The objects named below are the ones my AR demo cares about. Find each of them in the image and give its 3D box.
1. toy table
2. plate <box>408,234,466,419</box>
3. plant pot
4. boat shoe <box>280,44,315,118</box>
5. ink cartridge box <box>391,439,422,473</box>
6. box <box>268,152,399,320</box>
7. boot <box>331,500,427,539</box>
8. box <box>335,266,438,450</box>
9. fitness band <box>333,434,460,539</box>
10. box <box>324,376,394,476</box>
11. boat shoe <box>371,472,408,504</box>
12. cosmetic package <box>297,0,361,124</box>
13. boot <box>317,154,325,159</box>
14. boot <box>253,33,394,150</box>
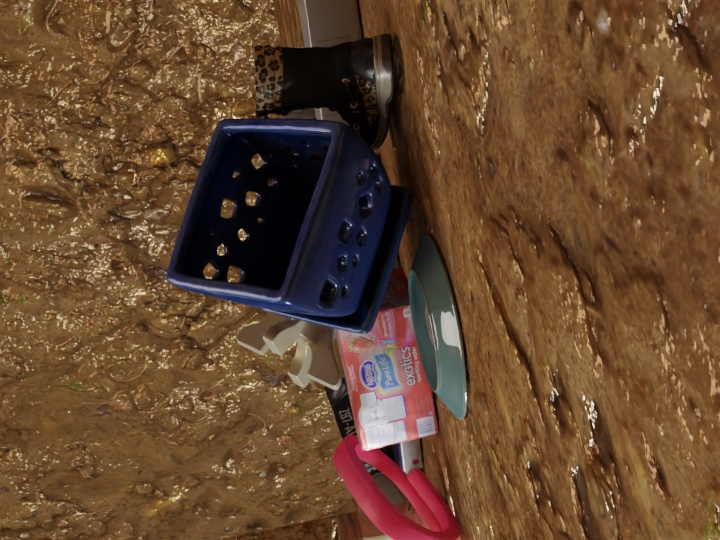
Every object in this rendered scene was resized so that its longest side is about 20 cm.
[{"bbox_3d":[-0.084,0.096,1.501,0.117,0.184,0.200,-59,-36,-18],"label":"toy table"},{"bbox_3d":[0.077,0.062,1.058,0.200,0.026,0.201,170,90,-85],"label":"plate"},{"bbox_3d":[-0.065,-0.042,1.097,0.180,0.200,0.200,29,-104,-48],"label":"plant pot"},{"bbox_3d":[-0.097,-0.338,1.786,0.200,0.076,0.072,130,143,-55],"label":"boat shoe"},{"bbox_3d":[0.063,0.224,1.474,0.095,0.037,0.200,-110,14,-57],"label":"ink cartridge box"},{"bbox_3d":[-0.036,-0.045,1.333,0.048,0.158,0.200,152,108,-87],"label":"box"},{"bbox_3d":[0.036,0.359,1.363,0.200,0.155,0.073,99,159,-77],"label":"boot"},{"bbox_3d":[0.027,0.111,1.228,0.095,0.102,0.200,-110,7,-60],"label":"box"},{"bbox_3d":[0.044,0.275,1.225,0.144,0.037,0.200,28,-168,-38],"label":"fitness band"},{"bbox_3d":[0.018,0.283,1.592,0.200,0.043,0.160,56,-171,-51],"label":"box"},{"bbox_3d":[0.063,0.398,1.487,0.200,0.067,0.057,62,175,9],"label":"boat shoe"},{"bbox_3d":[-0.034,-0.274,1.321,0.102,0.074,0.200,-117,16,-71],"label":"cosmetic package"},{"bbox_3d":[-0.087,-0.266,1.887,0.200,0.072,0.167,-103,3,-62],"label":"boot"},{"bbox_3d":[-0.042,-0.193,1.102,0.200,0.150,0.073,102,165,-73],"label":"boot"}]
